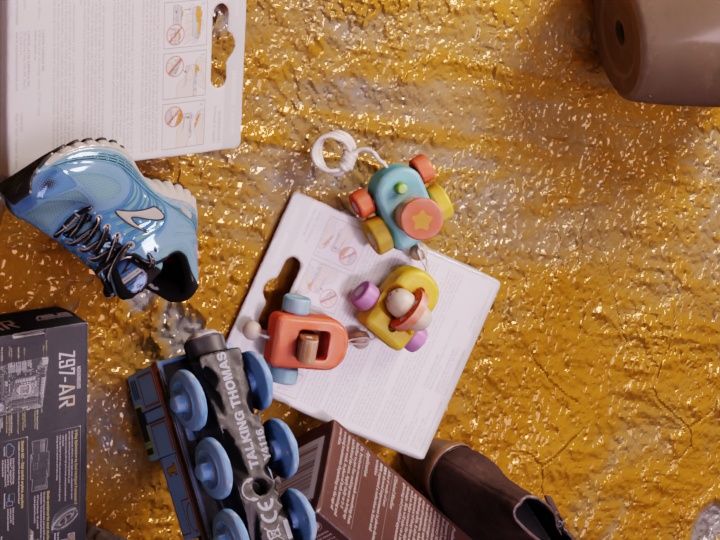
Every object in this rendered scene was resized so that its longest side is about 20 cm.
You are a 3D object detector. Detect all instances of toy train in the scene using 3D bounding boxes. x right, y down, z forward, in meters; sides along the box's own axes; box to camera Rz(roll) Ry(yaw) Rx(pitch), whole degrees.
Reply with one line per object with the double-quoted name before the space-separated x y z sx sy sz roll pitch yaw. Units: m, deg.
"toy train" -0.101 0.145 1.671 0.086 0.114 0.201 -15 84 -32
"toy train" 0.000 0.000 1.737 0.150 0.056 0.201 11 98 -23

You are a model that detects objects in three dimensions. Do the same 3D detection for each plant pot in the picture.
"plant pot" 0.289 -0.210 1.842 0.174 0.200 0.201 -10 113 -12

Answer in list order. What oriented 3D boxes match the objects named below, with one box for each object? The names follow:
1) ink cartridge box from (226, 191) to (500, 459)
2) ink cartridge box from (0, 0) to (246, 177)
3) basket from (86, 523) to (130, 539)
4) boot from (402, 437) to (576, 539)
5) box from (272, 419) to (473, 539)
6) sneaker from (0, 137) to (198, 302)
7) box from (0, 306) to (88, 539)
"ink cartridge box" -0.006 0.043 1.800 0.199 0.047 0.161 24 92 -23
"ink cartridge box" -0.175 -0.159 1.597 0.199 0.050 0.163 -11 112 -39
"basket" -0.181 0.308 1.695 0.123 0.135 0.201 31 86 -37
"boot" 0.127 0.222 1.868 0.072 0.166 0.200 -49 127 -11
"box" 0.013 0.221 1.799 0.200 0.075 0.100 42 37 -26
"sneaker" -0.170 -0.028 1.574 0.078 0.090 0.200 -30 153 24
"box" -0.276 0.136 1.622 0.160 0.043 0.201 -10 112 -33
